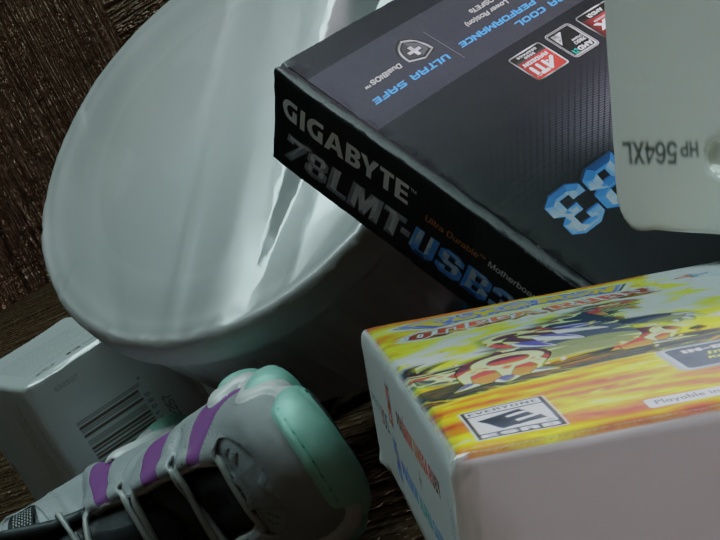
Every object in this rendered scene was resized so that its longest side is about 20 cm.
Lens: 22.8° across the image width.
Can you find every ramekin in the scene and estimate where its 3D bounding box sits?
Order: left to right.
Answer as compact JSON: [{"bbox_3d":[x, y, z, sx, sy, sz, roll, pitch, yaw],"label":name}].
[{"bbox_3d":[-0.028,-0.035,0.751,0.202,0.094,0.203,-21,50,27],"label":"ramekin"}]

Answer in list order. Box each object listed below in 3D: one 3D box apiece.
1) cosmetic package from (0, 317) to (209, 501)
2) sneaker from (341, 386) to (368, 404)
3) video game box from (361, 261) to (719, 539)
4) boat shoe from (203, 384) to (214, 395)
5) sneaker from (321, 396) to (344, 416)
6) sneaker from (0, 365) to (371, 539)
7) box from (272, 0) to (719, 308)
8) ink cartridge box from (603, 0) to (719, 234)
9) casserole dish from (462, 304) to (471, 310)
[{"bbox_3d":[-0.129,0.079,0.879,0.074,0.102,0.200,-33,10,-17],"label":"cosmetic package"},{"bbox_3d":[0.010,0.022,0.916,0.200,0.075,0.081,-34,19,-32],"label":"sneaker"},{"bbox_3d":[0.107,0.025,0.412,0.200,0.047,0.182,-11,4,-5],"label":"video game box"},{"bbox_3d":[-0.107,0.067,1.001,0.073,0.065,0.200,-42,12,-33],"label":"boat shoe"},{"bbox_3d":[0.000,0.000,0.838,0.074,0.087,0.200,-4,56,36],"label":"sneaker"},{"bbox_3d":[-0.085,0.108,0.665,0.140,0.078,0.200,-33,0,-27],"label":"sneaker"},{"bbox_3d":[0.107,-0.047,0.615,0.200,0.198,0.050,-32,-35,-31],"label":"box"},{"bbox_3d":[0.189,-0.062,0.493,0.200,0.084,0.146,-9,6,-25],"label":"ink cartridge box"},{"bbox_3d":[0.066,0.010,0.799,0.121,0.039,0.200,-45,4,8],"label":"casserole dish"}]
